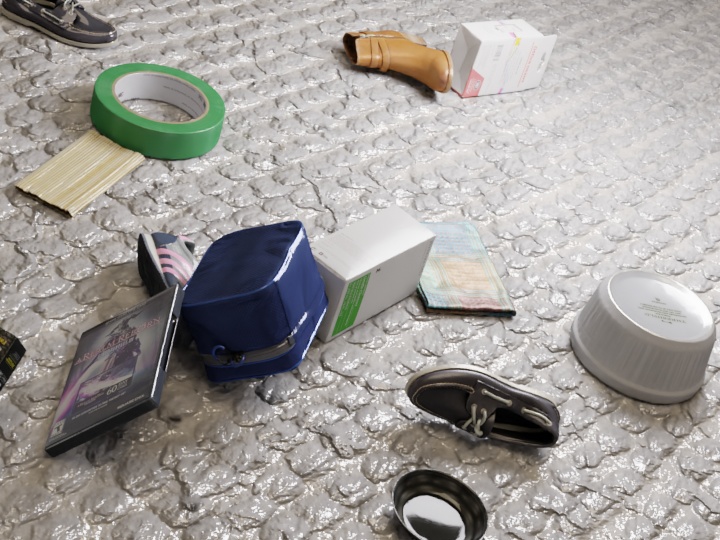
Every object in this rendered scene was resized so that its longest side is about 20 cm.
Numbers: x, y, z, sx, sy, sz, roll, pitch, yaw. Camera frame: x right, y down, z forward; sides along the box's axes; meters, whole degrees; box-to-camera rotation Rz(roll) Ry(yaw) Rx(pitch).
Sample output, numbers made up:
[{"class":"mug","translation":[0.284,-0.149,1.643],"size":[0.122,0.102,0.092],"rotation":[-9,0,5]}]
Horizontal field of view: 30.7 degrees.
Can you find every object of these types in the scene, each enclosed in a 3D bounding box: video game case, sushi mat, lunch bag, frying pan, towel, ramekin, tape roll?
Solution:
[{"class":"video game case","translation":[-0.268,0.107,1.444],"size":[0.019,0.142,0.201],"rotation":[53,22,-30]},{"class":"sushi mat","translation":[-0.385,-0.137,1.816],"size":[0.095,0.012,0.200],"rotation":[24,35,9]},{"class":"lunch bag","translation":[-0.122,0.048,1.564],"size":[0.135,0.133,0.200],"rotation":[-9,29,23]},{"class":"frying pan","translation":[0.116,0.289,1.445],"size":[0.189,0.031,0.115],"rotation":[36,38,17]},{"class":"towel","translation":[0.129,-0.007,1.873],"size":[0.145,0.022,0.201],"rotation":[3,38,-21]},{"class":"ramekin","translation":[0.397,0.082,1.811],"size":[0.200,0.095,0.203],"rotation":[13,34,-9]},{"class":"tape roll","translation":[-0.304,-0.241,1.968],"size":[0.199,0.048,0.201],"rotation":[13,35,-9]}]

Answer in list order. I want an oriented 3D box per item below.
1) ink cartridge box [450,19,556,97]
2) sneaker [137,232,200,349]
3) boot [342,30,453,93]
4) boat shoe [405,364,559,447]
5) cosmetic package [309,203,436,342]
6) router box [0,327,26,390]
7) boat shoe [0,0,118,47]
[{"class":"ink cartridge box","translation":[0.254,-0.387,2.376],"size":[0.199,0.117,0.068],"rotation":[-11,44,-38]},{"class":"sneaker","translation":[-0.219,0.018,1.628],"size":[0.081,0.071,0.201],"rotation":[-3,41,-24]},{"class":"boot","translation":[0.065,-0.367,2.301],"size":[0.153,0.074,0.200],"rotation":[0,26,-27]},{"class":"boat shoe","translation":[0.151,0.168,1.584],"size":[0.198,0.073,0.063],"rotation":[14,33,-15]},{"class":"cosmetic package","translation":[0.000,0.000,1.726],"size":[0.085,0.108,0.199],"rotation":[36,39,24]},{"class":"router box","translation":[-0.471,0.094,1.356],"size":[0.199,0.051,0.150],"rotation":[25,70,11]},{"class":"boat shoe","translation":[-0.483,-0.416,2.112],"size":[0.198,0.063,0.073],"rotation":[20,34,1]}]
